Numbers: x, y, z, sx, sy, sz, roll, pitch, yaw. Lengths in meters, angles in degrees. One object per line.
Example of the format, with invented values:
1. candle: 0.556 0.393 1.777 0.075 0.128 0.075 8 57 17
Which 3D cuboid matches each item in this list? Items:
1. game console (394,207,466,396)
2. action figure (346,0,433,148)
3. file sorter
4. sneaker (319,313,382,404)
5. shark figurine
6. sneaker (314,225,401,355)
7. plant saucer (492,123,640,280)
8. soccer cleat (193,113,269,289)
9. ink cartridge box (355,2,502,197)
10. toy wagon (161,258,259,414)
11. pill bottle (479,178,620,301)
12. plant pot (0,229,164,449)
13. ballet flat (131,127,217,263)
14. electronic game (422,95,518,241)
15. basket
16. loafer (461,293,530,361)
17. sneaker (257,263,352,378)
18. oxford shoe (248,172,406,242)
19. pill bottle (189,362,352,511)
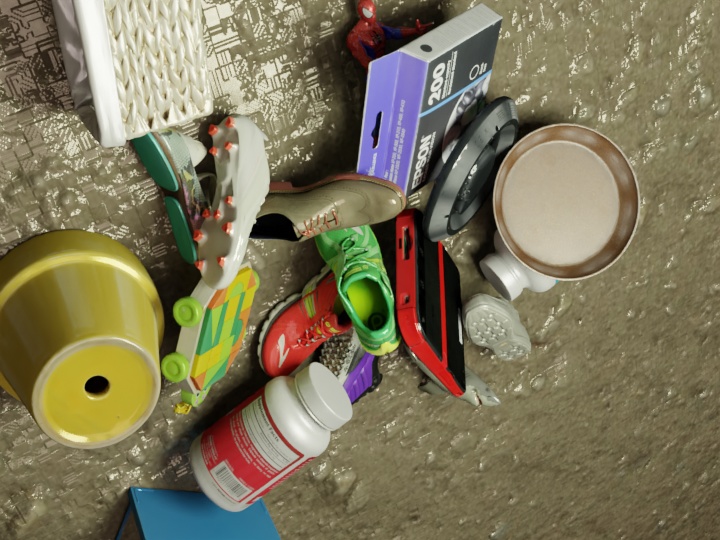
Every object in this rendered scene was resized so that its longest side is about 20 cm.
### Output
1. game console: 0.090 0.037 1.154 0.031 0.202 0.177 -14 141 21
2. action figure: 0.040 -0.217 1.057 0.065 0.098 0.202 -37 126 -34
3. file sorter: -0.216 0.386 1.196 0.198 0.139 0.124 14 111 -32
4. sneaker: -0.019 0.159 1.230 0.099 0.070 0.202 12 111 -41
5. shark figurine: 0.106 0.101 1.279 0.215 0.127 0.090 49 61 -19
6. sneaker: 0.000 0.000 1.085 0.073 0.202 0.084 -23 164 -5
7. plant saucer: 0.265 -0.088 1.180 0.197 0.034 0.204 0 88 -7
8. soccer cleat: -0.134 -0.075 1.003 0.077 0.069 0.203 21 68 -48
9. ink cartridge box: 0.078 -0.184 1.053 0.199 0.043 0.200 -35 148 -34
10. toy wagon: -0.177 0.083 1.067 0.155 0.039 0.203 -33 142 -66
11. pill bottle: 0.261 -0.047 1.251 0.199 0.111 0.111 -38 126 -5
12. plant pot: -0.297 0.083 0.968 0.198 0.189 0.204 -12 118 -23
13. ballet flat: -0.196 -0.100 1.015 0.071 0.069 0.202 -39 132 -28
14. electronic game: 0.138 -0.125 1.133 0.201 0.041 0.201 -50 162 -23
15. basket: -0.225 -0.242 0.879 0.122 0.135 0.203 -17 121 -22
16. loafer: 0.185 0.070 1.266 0.069 0.071 0.200 -25 151 14
17. sneaker: -0.053 0.062 1.152 0.200 0.085 0.077 -49 125 1
18. oxford shoe: -0.045 -0.061 1.042 0.197 0.075 0.071 -5 131 17
19. pill bottle: -0.111 0.207 1.146 0.199 0.113 0.112 -37 127 15
